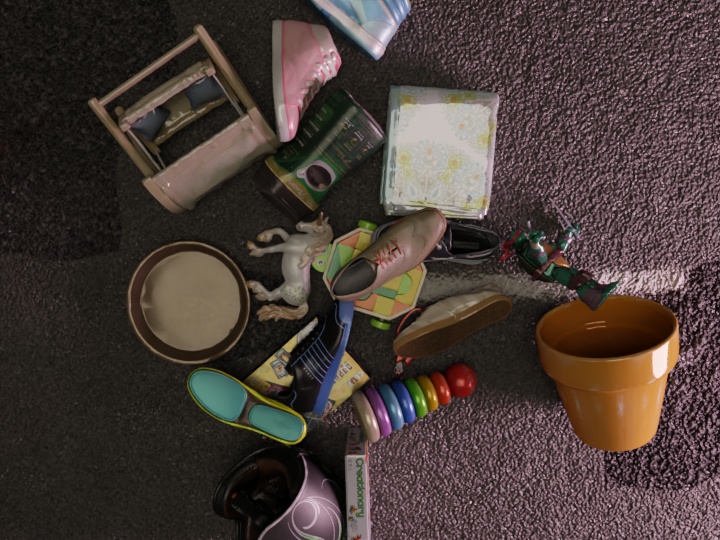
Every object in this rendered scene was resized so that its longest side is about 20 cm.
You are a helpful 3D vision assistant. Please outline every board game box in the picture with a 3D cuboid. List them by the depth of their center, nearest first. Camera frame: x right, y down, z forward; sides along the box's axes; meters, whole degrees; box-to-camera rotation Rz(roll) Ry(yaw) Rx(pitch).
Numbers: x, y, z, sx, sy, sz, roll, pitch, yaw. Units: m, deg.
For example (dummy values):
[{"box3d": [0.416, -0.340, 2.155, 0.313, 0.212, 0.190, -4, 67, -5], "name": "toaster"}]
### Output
[{"box3d": [-0.003, 0.365, 1.163, 0.034, 0.126, 0.201, -2, 97, 2], "name": "board game box"}, {"box3d": [-0.101, 0.186, 1.190, 0.200, 0.035, 0.136, -41, 94, 5], "name": "board game box"}]

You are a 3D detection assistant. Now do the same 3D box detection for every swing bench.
[{"box3d": [-0.252, -0.216, 1.099, 0.199, 0.130, 0.200, -34, 95, 4], "name": "swing bench"}]

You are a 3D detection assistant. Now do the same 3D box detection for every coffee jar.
[{"box3d": [-0.064, -0.171, 1.116, 0.200, 0.085, 0.104, -43, 129, 5], "name": "coffee jar"}]

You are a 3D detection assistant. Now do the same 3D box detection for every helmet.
[{"box3d": [-0.117, 0.385, 1.136, 0.199, 0.200, 0.191, -23, 127, 3], "name": "helmet"}]

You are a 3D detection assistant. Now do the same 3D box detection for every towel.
[{"box3d": [0.120, -0.181, 1.141, 0.170, 0.048, 0.201, 4, 97, -3], "name": "towel"}]

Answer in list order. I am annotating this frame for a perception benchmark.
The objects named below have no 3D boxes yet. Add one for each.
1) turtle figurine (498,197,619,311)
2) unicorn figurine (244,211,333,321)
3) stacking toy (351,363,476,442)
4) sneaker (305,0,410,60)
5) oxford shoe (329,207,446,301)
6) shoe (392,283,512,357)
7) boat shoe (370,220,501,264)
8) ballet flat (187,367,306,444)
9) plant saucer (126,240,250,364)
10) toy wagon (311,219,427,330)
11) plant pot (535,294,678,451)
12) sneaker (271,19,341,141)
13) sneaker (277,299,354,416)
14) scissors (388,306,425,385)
[{"box3d": [0.296, -0.024, 1.123, 0.200, 0.150, 0.101, 42, 128, 14], "name": "turtle figurine"}, {"box3d": [-0.108, -0.016, 1.140, 0.137, 0.074, 0.201, 6, 117, 15], "name": "unicorn figurine"}, {"box3d": [0.090, 0.197, 1.164, 0.199, 0.085, 0.086, -21, 96, -10], "name": "stacking toy"}, {"box3d": [-0.011, -0.428, 1.099, 0.200, 0.080, 0.131, 39, 98, -13], "name": "sneaker"}, {"box3d": [0.041, -0.017, 1.057, 0.200, 0.075, 0.071, -40, 89, 9], "name": "oxford shoe"}, {"box3d": [0.140, 0.079, 1.161, 0.199, 0.053, 0.070, -24, 139, -1], "name": "shoe"}, {"box3d": [0.117, -0.044, 1.117, 0.199, 0.068, 0.072, 6, 75, -15], "name": "boat shoe"}, {"box3d": [-0.177, 0.213, 1.142, 0.200, 0.067, 0.067, 27, 81, -3], "name": "ballet flat"}, {"box3d": [-0.274, 0.051, 1.180, 0.199, 0.029, 0.201, 0, 96, 1], "name": "plant saucer"}, {"box3d": [0.000, 0.000, 1.165, 0.199, 0.040, 0.156, 18, 96, -1], "name": "toy wagon"}, {"box3d": [0.377, 0.162, 1.113, 0.199, 0.200, 0.184, -12, 111, 2], "name": "plant pot"}, {"box3d": [-0.079, -0.285, 1.093, 0.104, 0.075, 0.201, 0, 69, -5], "name": "sneaker"}, {"box3d": [-0.068, 0.124, 1.130, 0.078, 0.070, 0.201, 17, 96, -6], "name": "sneaker"}, {"box3d": [0.060, 0.153, 1.196, 0.073, 0.014, 0.200, 34, 97, -5], "name": "scissors"}]
